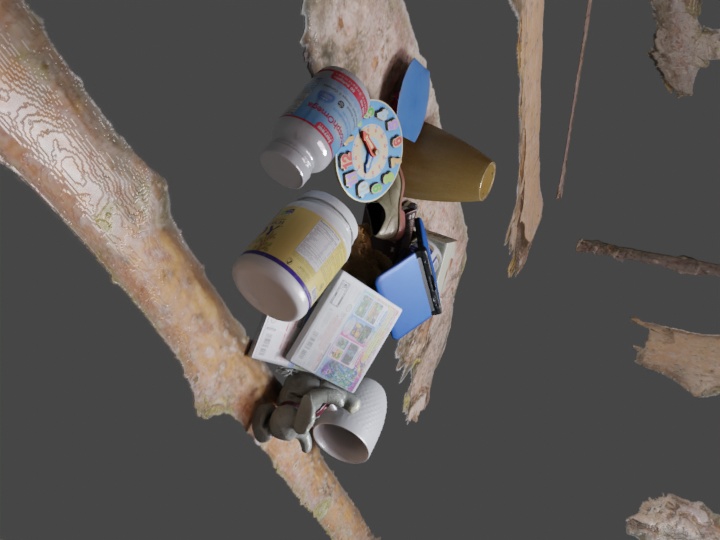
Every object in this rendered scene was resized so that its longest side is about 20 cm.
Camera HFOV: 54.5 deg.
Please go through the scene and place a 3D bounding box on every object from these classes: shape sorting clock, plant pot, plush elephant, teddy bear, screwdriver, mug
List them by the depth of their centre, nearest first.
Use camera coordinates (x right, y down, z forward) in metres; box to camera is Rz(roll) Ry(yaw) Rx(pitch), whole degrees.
[{"bbox_3d":[0.020,-0.232,1.365,0.200,0.039,0.200,-18,116,-41],"label":"shape sorting clock"},{"bbox_3d":[-0.122,0.288,1.406,0.200,0.165,0.155,47,47,-33],"label":"plush elephant"},{"bbox_3d":[0.000,0.000,1.479,0.145,0.200,0.067,-36,-165,-1],"label":"teddy bear"},{"bbox_3d":[0.063,0.043,1.527,0.029,0.028,0.200,-47,162,-87],"label":"screwdriver"},{"bbox_3d":[0.204,-0.233,1.631,0.186,0.200,0.186,-46,147,-41],"label":"plant pot"},{"bbox_3d":[-0.025,0.331,1.685,0.200,0.148,0.175,57,42,-25],"label":"mug"}]

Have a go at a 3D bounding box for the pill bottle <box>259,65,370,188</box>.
[{"bbox_3d":[-0.076,-0.231,1.141,0.200,0.109,0.109,-58,154,-26],"label":"pill bottle"}]

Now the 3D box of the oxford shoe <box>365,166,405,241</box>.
[{"bbox_3d":[0.046,-0.162,1.454,0.075,0.070,0.200,0,78,-48],"label":"oxford shoe"}]

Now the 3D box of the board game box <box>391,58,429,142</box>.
[{"bbox_3d":[0.098,-0.365,1.502,0.200,0.039,0.158,-6,109,-70],"label":"board game box"}]

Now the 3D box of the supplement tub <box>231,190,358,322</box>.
[{"bbox_3d":[-0.106,-0.027,1.193,0.200,0.145,0.145,-54,152,-33],"label":"supplement tub"}]

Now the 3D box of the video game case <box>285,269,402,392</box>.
[{"bbox_3d":[-0.028,0.123,1.379,0.182,0.024,0.200,34,85,-37],"label":"video game case"}]

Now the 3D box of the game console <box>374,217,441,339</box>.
[{"bbox_3d":[0.100,0.017,1.503,0.171,0.118,0.200,-94,169,-47],"label":"game console"}]

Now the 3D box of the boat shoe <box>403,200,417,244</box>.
[{"bbox_3d":[0.112,-0.091,1.681,0.200,0.065,0.072,-63,159,-44],"label":"boat shoe"}]

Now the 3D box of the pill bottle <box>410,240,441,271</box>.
[{"bbox_3d":[0.109,0.018,1.729,0.200,0.116,0.116,-55,152,-30],"label":"pill bottle"}]

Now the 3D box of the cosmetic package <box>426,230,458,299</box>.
[{"bbox_3d":[0.182,0.001,1.891,0.087,0.103,0.200,-14,122,-61],"label":"cosmetic package"}]

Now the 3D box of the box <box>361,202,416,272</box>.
[{"bbox_3d":[0.051,-0.052,1.570,0.075,0.100,0.200,-28,132,-55],"label":"box"}]

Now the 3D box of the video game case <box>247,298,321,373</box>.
[{"bbox_3d":[-0.107,0.121,1.353,0.200,0.018,0.143,21,90,-38],"label":"video game case"}]
